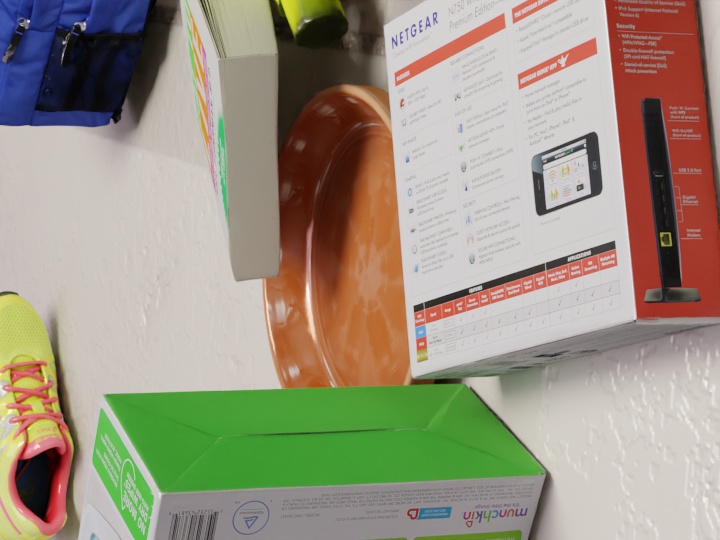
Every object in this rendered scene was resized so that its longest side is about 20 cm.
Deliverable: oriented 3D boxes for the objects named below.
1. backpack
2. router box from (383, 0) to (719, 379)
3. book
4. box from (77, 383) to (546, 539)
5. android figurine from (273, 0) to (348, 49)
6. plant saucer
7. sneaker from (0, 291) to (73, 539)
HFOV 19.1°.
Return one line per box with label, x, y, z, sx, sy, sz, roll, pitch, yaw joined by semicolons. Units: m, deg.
backpack;-0.215;-0.212;1.446;0.163;0.167;0.200;62;139;32
router box;0.082;-0.051;0.977;0.200;0.049;0.180;-19;73;62
book;-0.071;-0.100;1.230;0.200;0.048;0.134;-110;17;-61
box;-0.032;0.156;1.042;0.097;0.199;0.177;-131;46;-53
android figurine;-0.048;-0.226;1.175;0.182;0.041;0.200;85;169;-61
plant saucer;0.000;0.000;1.162;0.200;0.032;0.201;-176;86;-64
sneaker;-0.252;0.114;1.634;0.090;0.078;0.201;-7;90;55
